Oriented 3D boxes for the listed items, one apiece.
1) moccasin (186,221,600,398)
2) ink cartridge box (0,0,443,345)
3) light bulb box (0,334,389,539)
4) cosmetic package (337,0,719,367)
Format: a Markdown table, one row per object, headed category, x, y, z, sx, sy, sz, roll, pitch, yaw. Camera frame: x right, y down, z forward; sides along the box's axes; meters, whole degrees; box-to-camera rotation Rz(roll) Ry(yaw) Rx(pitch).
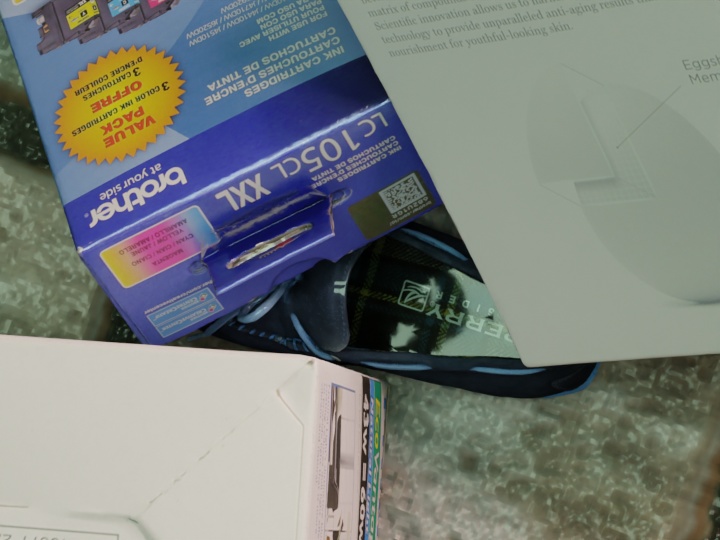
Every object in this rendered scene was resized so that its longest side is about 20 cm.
| category | x | y | z | sx | sy | sz | roll | pitch | yaw |
| --- | --- | --- | --- | --- | --- | --- | --- | --- | --- |
| moccasin | 0.000 | 0.000 | 1.175 | 0.200 | 0.068 | 0.080 | 9 | 85 | 9 |
| ink cartridge box | -0.054 | -0.064 | 1.145 | 0.136 | 0.076 | 0.200 | -27 | 53 | 5 |
| light bulb box | -0.099 | 0.090 | 1.113 | 0.198 | 0.200 | 0.125 | 4 | 86 | 9 |
| cosmetic package | 0.121 | -0.085 | 1.049 | 0.199 | 0.123 | 0.200 | -5 | 124 | 40 |
